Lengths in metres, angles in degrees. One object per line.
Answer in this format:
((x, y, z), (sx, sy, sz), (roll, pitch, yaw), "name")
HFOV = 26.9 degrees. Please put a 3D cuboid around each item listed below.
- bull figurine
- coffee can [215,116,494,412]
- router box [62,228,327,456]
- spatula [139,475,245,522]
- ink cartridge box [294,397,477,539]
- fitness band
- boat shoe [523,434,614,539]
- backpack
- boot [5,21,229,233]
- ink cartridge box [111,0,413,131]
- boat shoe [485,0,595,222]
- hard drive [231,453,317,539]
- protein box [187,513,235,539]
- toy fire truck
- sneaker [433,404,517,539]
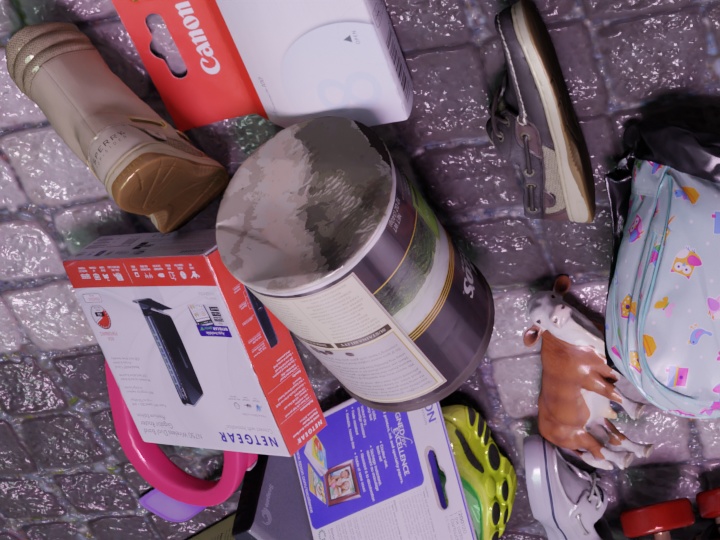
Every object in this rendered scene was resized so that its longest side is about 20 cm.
((0.195, 0.094, 1.281), (0.121, 0.065, 0.201), (32, 151, 26), "bull figurine")
((0.000, 0.000, 1.146), (0.145, 0.148, 0.200), (-13, 145, 22), "coffee can")
((-0.138, 0.058, 1.233), (0.199, 0.049, 0.181), (-2, 116, 46), "router box")
((-0.149, 0.219, 1.501), (0.056, 0.021, 0.199), (37, 143, -24), "spatula")
((0.030, 0.206, 1.336), (0.043, 0.200, 0.199), (2, 157, -43), "ink cartridge box")
((-0.164, 0.124, 1.370), (0.142, 0.037, 0.202), (13, 123, 26), "fitness band")
((0.199, 0.211, 1.412), (0.066, 0.074, 0.201), (-10, 145, 13), "boat shoe")
((0.250, 0.004, 1.099), (0.165, 0.127, 0.202), (15, 94, 0), "backpack")
((-0.185, -0.109, 1.150), (0.073, 0.200, 0.156), (-44, 79, 7), "boot")
((-0.077, -0.167, 1.097), (0.198, 0.048, 0.161), (-10, 132, 17), "ink cartridge box")
((0.124, -0.106, 1.103), (0.065, 0.072, 0.202), (-12, 136, 15), "boat shoe")
((-0.036, 0.244, 1.432), (0.033, 0.141, 0.200), (-25, 125, 33), "hard drive")
((-0.089, 0.352, 1.508), (0.135, 0.200, 0.199), (37, 129, -26), "protein box")
((0.301, 0.271, 1.411), (0.198, 0.114, 0.168), (-9, 168, -21), "toy fire truck")
((0.093, 0.190, 1.416), (0.083, 0.074, 0.201), (9, 140, 33), "sneaker")
